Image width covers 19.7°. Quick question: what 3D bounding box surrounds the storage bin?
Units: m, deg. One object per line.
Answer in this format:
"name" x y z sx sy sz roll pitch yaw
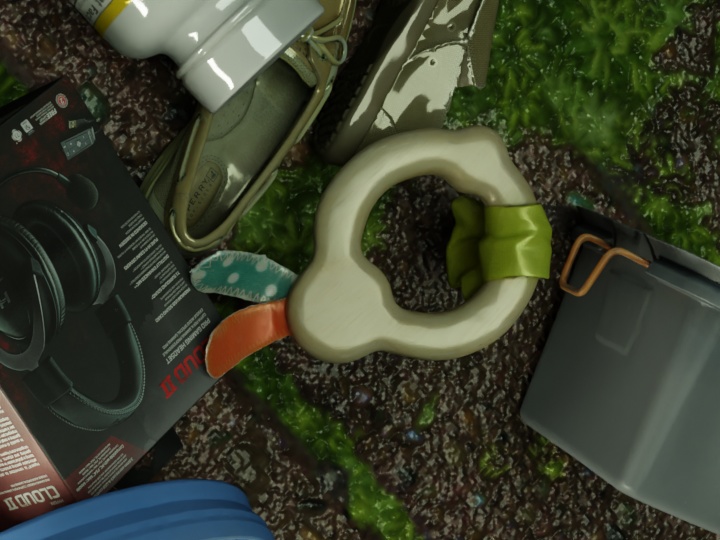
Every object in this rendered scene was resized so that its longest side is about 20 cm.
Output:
"storage bin" 0.169 0.056 1.180 0.145 0.200 0.135 24 93 -22

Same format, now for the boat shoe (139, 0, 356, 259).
"boat shoe" -0.055 -0.096 1.140 0.073 0.063 0.201 37 76 -19

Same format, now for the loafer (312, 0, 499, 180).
"loafer" 0.046 -0.138 1.181 0.067 0.076 0.200 32 90 -21

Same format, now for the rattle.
"rattle" 0.000 0.000 1.152 0.200 0.143 0.131 -30 106 -3

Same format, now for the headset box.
"headset box" -0.162 0.026 1.067 0.200 0.077 0.149 58 45 -13

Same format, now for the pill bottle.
"pill bottle" -0.114 -0.181 1.068 0.111 0.111 0.200 -44 95 -15

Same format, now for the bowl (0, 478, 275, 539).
"bowl" -0.141 0.163 1.056 0.200 0.201 0.039 -15 68 -21
